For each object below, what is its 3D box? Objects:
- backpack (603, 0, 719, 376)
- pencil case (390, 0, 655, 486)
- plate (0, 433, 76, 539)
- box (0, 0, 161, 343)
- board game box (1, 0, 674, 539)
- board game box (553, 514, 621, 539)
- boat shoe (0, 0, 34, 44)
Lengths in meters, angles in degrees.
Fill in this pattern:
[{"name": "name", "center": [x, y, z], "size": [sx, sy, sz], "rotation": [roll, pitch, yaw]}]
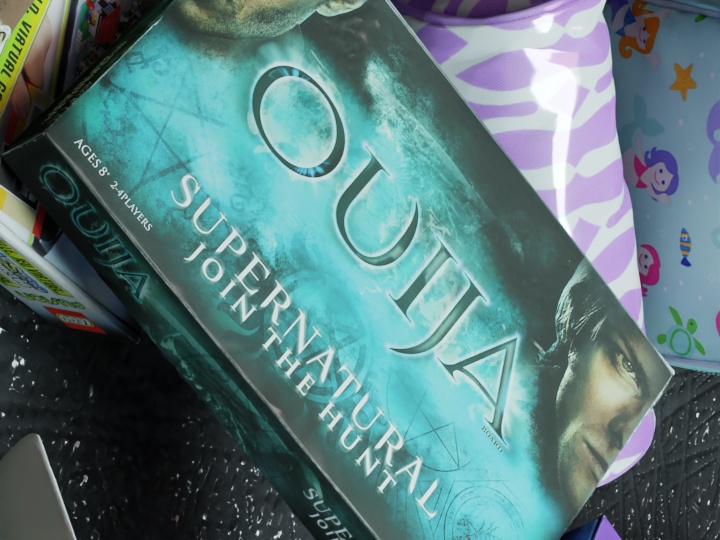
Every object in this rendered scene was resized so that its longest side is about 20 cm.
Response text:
[{"name": "backpack", "center": [0.174, -0.037, 1.113], "size": [0.150, 0.200, 0.178], "rotation": [-11, 107, -43]}, {"name": "pencil case", "center": [0.059, -0.020, 1.059], "size": [0.086, 0.084, 0.201], "rotation": [-48, 136, -57]}, {"name": "plate", "center": [-0.093, 0.175, 0.789], "size": [0.032, 0.200, 0.201], "rotation": [1, 116, -18]}, {"name": "box", "center": [-0.071, -0.092, 0.894], "size": [0.110, 0.035, 0.201], "rotation": [43, 62, -50]}, {"name": "board game box", "center": [0.000, 0.000, 0.888], "size": [0.200, 0.028, 0.135], "rotation": [51, 51, -15]}, {"name": "board game box", "center": [0.008, 0.165, 0.855], "size": [0.045, 0.134, 0.200], "rotation": [53, 30, -15]}, {"name": "boat shoe", "center": [-0.128, -0.054, 0.782], "size": [0.203, 0.075, 0.075], "rotation": [-55, 147, -22]}]
